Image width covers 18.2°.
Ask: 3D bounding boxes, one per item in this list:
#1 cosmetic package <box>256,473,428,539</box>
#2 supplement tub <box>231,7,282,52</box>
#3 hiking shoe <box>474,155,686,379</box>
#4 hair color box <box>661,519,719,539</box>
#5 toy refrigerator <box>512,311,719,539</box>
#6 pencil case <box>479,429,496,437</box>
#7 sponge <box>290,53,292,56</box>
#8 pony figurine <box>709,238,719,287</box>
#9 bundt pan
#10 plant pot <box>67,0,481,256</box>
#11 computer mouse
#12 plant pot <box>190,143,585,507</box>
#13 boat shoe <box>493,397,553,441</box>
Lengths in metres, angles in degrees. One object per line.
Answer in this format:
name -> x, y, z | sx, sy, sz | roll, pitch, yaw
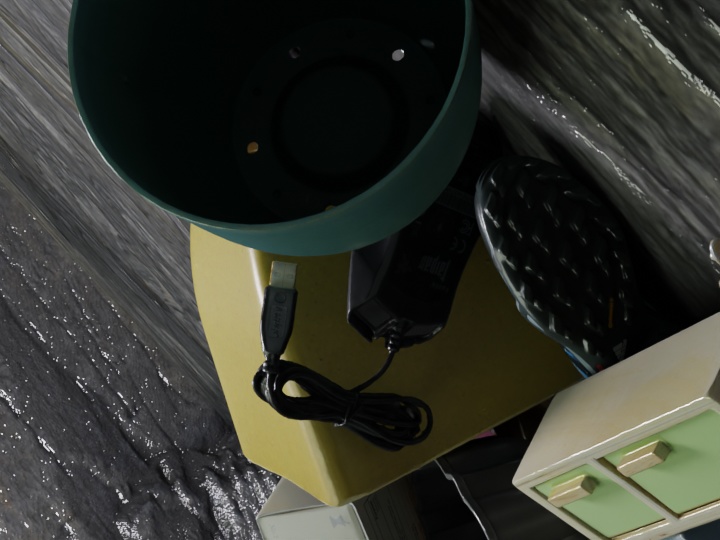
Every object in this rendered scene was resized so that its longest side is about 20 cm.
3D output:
cosmetic package -> 0.012, 0.145, 1.471 | 0.073, 0.200, 0.104 | -10, 111, 26
supplement tub -> -0.124, -0.210, 1.270 | 0.200, 0.123, 0.123 | 48, 169, -7
hiking shoe -> 0.122, 0.018, 1.255 | 0.200, 0.074, 0.087 | 51, 167, -17
hair color box -> 0.202, 0.136, 1.293 | 0.061, 0.099, 0.200 | 48, 169, -5
toy refrigerator -> 0.164, 0.087, 1.162 | 0.076, 0.070, 0.200 | 36, 152, -11
pencil case -> 0.129, 0.189, 1.782 | 0.200, 0.083, 0.087 | 42, 168, 28
sponge -> -0.076, -0.101, 1.490 | 0.111, 0.030, 0.200 | -1, 119, 47
pony figurine -> 0.236, 0.066, 0.878 | 0.200, 0.167, 0.193 | 36, -176, -33
bundt pan -> 0.105, 0.188, 1.355 | 0.202, 0.076, 0.202 | 159, 90, -78
plant pot -> -0.028, -0.096, 1.144 | 0.201, 0.201, 0.161 | 43, 178, 19
computer mouse -> 0.001, -0.005, 1.253 | 0.140, 0.200, 0.046 | 13, -176, -42
plant pot -> 0.000, 0.000, 1.384 | 0.200, 0.194, 0.195 | 67, 164, -12
boat shoe -> 0.106, 0.070, 1.518 | 0.200, 0.064, 0.071 | 35, 149, 59
